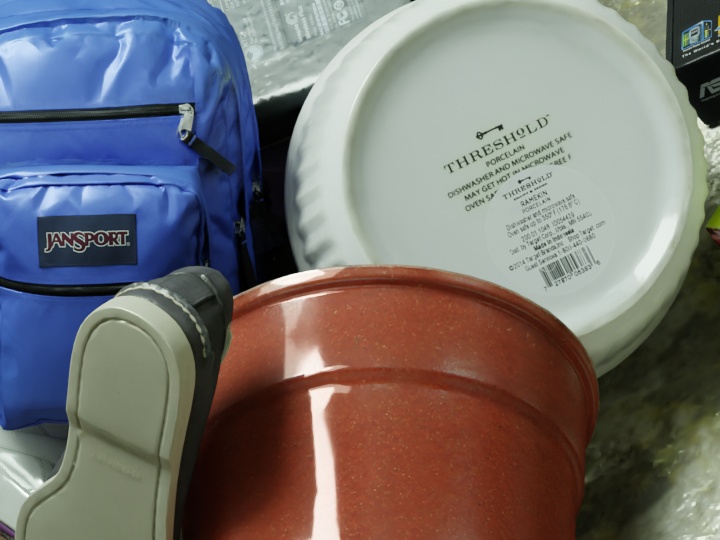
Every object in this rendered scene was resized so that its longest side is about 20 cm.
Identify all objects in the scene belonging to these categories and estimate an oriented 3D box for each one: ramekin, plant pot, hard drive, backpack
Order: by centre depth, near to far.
[{"bbox_3d":[0.008,0.135,1.029,0.201,0.201,0.196,-24,44,25],"label":"plant pot"},{"bbox_3d":[0.066,-0.040,1.122,0.200,0.200,0.105,-46,-1,-7],"label":"ramekin"},{"bbox_3d":[-0.116,-0.033,1.140,0.162,0.200,0.168,-3,17,-7],"label":"backpack"},{"bbox_3d":[-0.071,-0.123,1.255,0.200,0.033,0.140,-22,60,9],"label":"hard drive"}]

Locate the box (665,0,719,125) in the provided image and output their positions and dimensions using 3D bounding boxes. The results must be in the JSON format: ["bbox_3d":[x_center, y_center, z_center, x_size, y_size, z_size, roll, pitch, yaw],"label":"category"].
[{"bbox_3d":[0.254,-0.174,1.255,0.200,0.044,0.160,-22,38,28],"label":"box"}]

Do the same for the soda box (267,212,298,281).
[{"bbox_3d":[-0.043,-0.074,1.421,0.063,0.071,0.200,-2,50,39],"label":"soda box"}]

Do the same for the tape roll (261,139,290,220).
[{"bbox_3d":[-0.010,-0.128,1.310,0.200,0.085,0.200,-10,64,20],"label":"tape roll"}]

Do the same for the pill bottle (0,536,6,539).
[{"bbox_3d":[-0.152,0.042,1.318,0.200,0.114,0.114,-50,30,18],"label":"pill bottle"}]

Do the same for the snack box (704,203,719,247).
[{"bbox_3d":[0.277,-0.054,1.070,0.200,0.068,0.169,9,58,49],"label":"snack box"}]

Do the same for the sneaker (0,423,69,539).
[{"bbox_3d":[-0.135,0.108,1.219,0.100,0.200,0.075,-52,-9,-23],"label":"sneaker"}]

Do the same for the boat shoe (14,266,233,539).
[{"bbox_3d":[-0.091,0.081,1.013,0.073,0.200,0.063,30,40,15],"label":"boat shoe"}]
